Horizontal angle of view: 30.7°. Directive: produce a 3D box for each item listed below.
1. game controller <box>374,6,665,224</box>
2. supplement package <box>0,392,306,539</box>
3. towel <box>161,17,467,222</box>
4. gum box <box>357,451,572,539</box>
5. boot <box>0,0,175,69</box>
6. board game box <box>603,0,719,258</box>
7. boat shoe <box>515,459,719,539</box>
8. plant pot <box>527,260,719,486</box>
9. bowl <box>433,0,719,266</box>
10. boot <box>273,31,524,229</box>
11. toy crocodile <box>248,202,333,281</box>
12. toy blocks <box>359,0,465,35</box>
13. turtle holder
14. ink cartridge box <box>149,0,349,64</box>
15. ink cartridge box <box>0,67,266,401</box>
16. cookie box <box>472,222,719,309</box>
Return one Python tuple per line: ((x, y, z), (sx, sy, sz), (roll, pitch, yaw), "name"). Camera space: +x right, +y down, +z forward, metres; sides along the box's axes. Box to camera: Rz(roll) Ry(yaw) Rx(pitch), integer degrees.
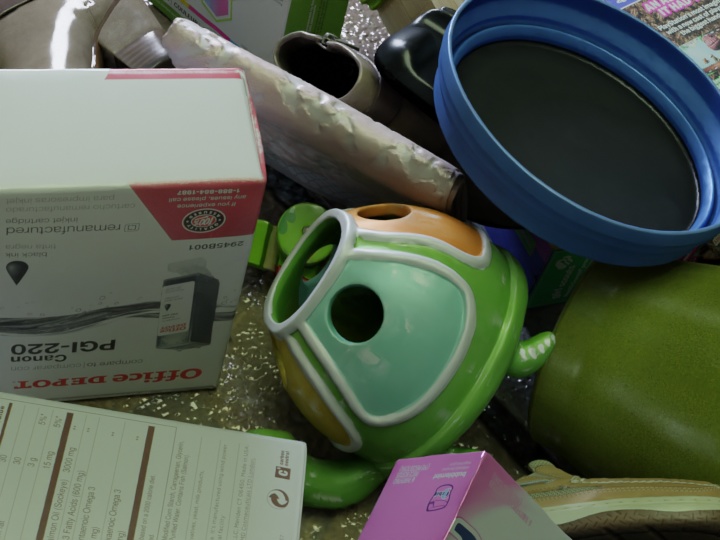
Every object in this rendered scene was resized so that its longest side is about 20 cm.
((0.101, -0.089, 0.809), (0.199, 0.042, 0.104), (38, 45, 8), "game controller")
((-0.136, 0.147, 0.650), (0.198, 0.117, 0.118), (10, 48, -6), "supplement package")
((-0.022, -0.078, 0.846), (0.199, 0.191, 0.032), (28, 83, 9), "towel")
((0.076, 0.195, 0.631), (0.200, 0.066, 0.114), (46, 55, -23), "gum box")
((-0.227, -0.145, 0.913), (0.146, 0.071, 0.199), (35, 49, 25), "boot")
((0.261, -0.113, 0.899), (0.159, 0.097, 0.200), (-27, 63, -34), "board game box")
((0.104, 0.133, 0.711), (0.198, 0.072, 0.077), (-11, 38, 18), "boat shoe")
((0.209, 0.080, 0.773), (0.192, 0.202, 0.200), (24, 46, 23), "plant pot")
((0.133, -0.086, 0.766), (0.199, 0.039, 0.202), (15, 47, -16), "bowl")
((0.036, -0.093, 0.847), (0.199, 0.071, 0.146), (24, -3, 41), "boot")
((0.000, 0.000, 0.853), (0.198, 0.068, 0.062), (13, 84, -6), "toy crocodile")
((0.095, -0.187, 1.025), (0.199, 0.100, 0.138), (-17, 76, -45), "toy blocks")
((0.006, 0.044, 0.759), (0.131, 0.185, 0.142), (32, 31, -25), "turtle holder")
((-0.076, -0.252, 0.959), (0.148, 0.201, 0.076), (41, 52, 21), "ink cartridge box")
((-0.141, -0.013, 0.732), (0.144, 0.201, 0.085), (-3, 56, -18), "ink cartridge box")
((0.176, -0.070, 0.954), (0.198, 0.076, 0.172), (-10, 54, -22), "cookie box")
